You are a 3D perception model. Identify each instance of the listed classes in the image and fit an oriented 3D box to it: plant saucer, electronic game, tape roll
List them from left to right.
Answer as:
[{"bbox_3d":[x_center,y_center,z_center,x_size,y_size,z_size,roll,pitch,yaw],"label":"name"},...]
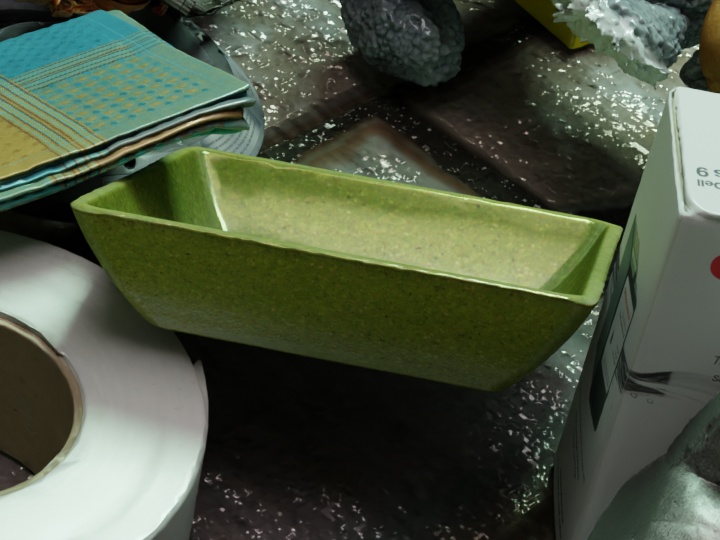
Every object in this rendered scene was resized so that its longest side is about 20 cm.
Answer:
[{"bbox_3d":[-0.159,0.072,0.900,0.201,0.071,0.203,8,40,-6],"label":"tape roll"},{"bbox_3d":[-0.141,-0.085,1.109,0.199,0.042,0.200,13,33,-9],"label":"electronic game"},{"bbox_3d":[0.000,0.000,0.961,0.199,0.048,0.200,10,11,7],"label":"plant saucer"}]

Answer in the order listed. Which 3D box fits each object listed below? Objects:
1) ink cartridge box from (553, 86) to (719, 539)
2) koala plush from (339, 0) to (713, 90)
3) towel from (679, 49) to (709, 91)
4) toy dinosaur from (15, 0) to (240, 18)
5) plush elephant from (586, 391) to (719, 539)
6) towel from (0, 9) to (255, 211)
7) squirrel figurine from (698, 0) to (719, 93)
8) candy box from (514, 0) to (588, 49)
[{"bbox_3d":[0.167,0.040,0.924,0.145,0.201,0.084,9,39,-5],"label":"ink cartridge box"},{"bbox_3d":[0.106,-0.167,1.127,0.177,0.184,0.200,-36,51,-25],"label":"koala plush"},{"bbox_3d":[0.254,-0.031,1.126,0.165,0.086,0.200,-14,49,-27],"label":"towel"},{"bbox_3d":[-0.123,-0.167,1.123,0.136,0.102,0.200,47,17,11],"label":"toy dinosaur"},{"bbox_3d":[0.155,0.141,0.850,0.154,0.200,0.165,32,57,-7],"label":"plush elephant"},{"bbox_3d":[-0.161,-0.055,0.977,0.199,0.022,0.147,-22,30,-23],"label":"towel"},{"bbox_3d":[0.248,-0.093,1.055,0.186,0.142,0.200,11,27,15],"label":"squirrel figurine"},{"bbox_3d":[0.093,-0.196,1.315,0.102,0.026,0.200,-22,51,-30],"label":"candy box"}]
